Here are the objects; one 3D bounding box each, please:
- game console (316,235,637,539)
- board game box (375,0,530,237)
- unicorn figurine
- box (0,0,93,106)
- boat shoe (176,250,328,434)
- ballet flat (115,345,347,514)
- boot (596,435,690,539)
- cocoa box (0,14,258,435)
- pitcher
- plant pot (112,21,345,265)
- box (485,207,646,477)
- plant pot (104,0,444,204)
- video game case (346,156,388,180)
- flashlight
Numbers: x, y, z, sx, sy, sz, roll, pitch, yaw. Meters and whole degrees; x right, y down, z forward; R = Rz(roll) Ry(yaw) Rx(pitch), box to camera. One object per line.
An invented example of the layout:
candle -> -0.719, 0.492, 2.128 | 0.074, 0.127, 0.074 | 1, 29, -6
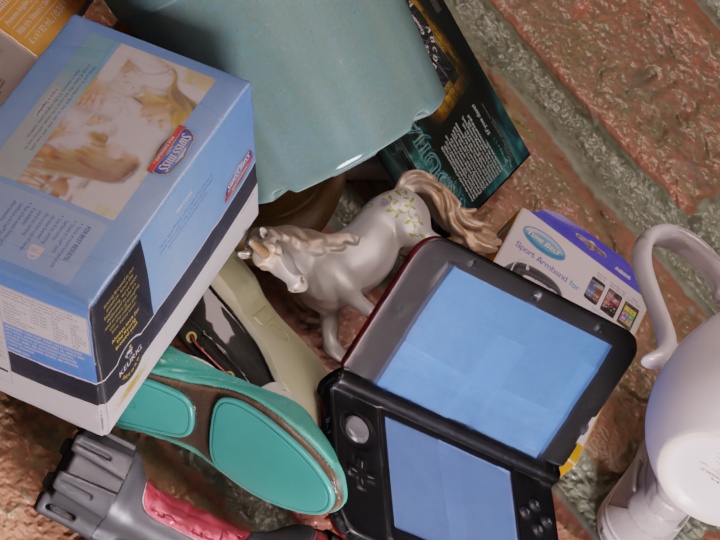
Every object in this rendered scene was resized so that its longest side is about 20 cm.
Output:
game console -> 0.084, 0.104, 1.686 | 0.200, 0.119, 0.172 | 26, 43, -33
board game box -> 0.037, -0.134, 1.868 | 0.200, 0.028, 0.135 | 60, 39, -12
unicorn figurine -> 0.000, 0.000, 1.769 | 0.137, 0.074, 0.200 | 54, 45, -7
box -> -0.287, -0.188, 1.699 | 0.200, 0.097, 0.124 | 36, 33, -6
boat shoe -> -0.073, 0.058, 1.707 | 0.201, 0.063, 0.074 | 52, 17, 7
ballet flat -> -0.083, 0.085, 1.635 | 0.200, 0.067, 0.070 | 22, 35, 20
boot -> 0.239, 0.118, 1.841 | 0.074, 0.096, 0.200 | 39, 46, -4
cocoa box -> -0.164, -0.030, 1.605 | 0.133, 0.131, 0.200 | 21, 55, 16
pitcher -> 0.238, 0.063, 1.745 | 0.171, 0.121, 0.200 | 29, 43, 1
plant pot -> -0.087, -0.103, 1.792 | 0.200, 0.027, 0.200 | 13, 66, -31
box -> 0.127, 0.045, 1.861 | 0.119, 0.041, 0.200 | 37, 44, -6
plant pot -> -0.054, -0.162, 1.702 | 0.200, 0.200, 0.196 | -41, 106, -44
video game case -> -0.038, -0.146, 1.899 | 0.200, 0.023, 0.182 | -2, 60, -34
flashlight -> -0.094, 0.156, 1.617 | 0.200, 0.068, 0.068 | 30, 30, -11
